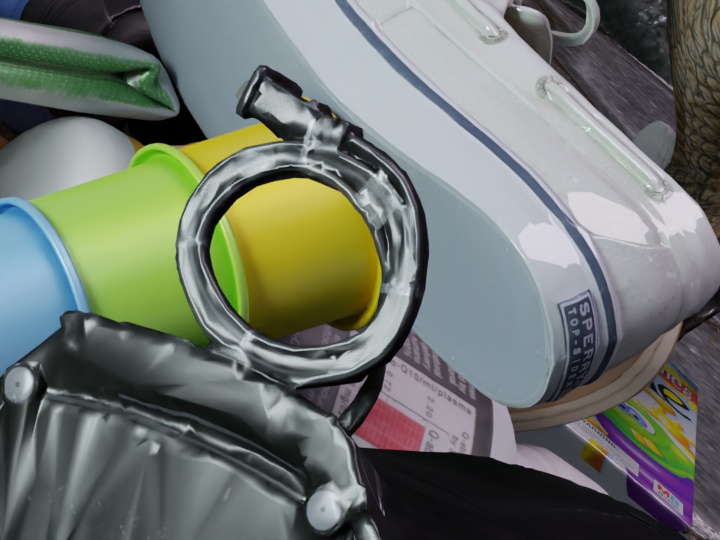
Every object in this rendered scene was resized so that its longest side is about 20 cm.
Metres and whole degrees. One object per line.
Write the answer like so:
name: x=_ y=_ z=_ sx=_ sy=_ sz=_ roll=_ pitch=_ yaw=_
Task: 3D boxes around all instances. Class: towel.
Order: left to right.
towel: x=-0.161 y=-0.069 z=0.795 sx=0.152 sy=0.024 sz=0.199 roll=5 pitch=5 yaw=-42

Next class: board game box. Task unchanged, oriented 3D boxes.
board game box: x=0.046 y=0.068 z=0.995 sx=0.105 sy=0.103 sz=0.200 roll=39 pitch=12 yaw=-1

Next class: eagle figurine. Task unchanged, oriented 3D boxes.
eagle figurine: x=0.134 y=-0.028 z=0.993 sx=0.152 sy=0.151 sz=0.200 roll=60 pitch=13 yaw=29

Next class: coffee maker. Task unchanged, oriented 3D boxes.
coffee maker: x=0.005 y=0.082 z=0.618 sx=0.135 sy=0.192 sz=0.200 roll=45 pitch=14 yaw=25

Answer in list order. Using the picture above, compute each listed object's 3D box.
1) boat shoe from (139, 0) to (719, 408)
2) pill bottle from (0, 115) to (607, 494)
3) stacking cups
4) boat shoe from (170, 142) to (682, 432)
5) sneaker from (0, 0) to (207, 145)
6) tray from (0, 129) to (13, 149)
boat shoe: x=0.021 y=-0.049 z=0.731 sx=0.086 sy=0.075 sz=0.202 roll=-21 pitch=44 yaw=-28
pill bottle: x=-0.030 y=0.053 z=0.793 sx=0.200 sy=0.117 sz=0.116 roll=33 pitch=14 yaw=-25
stacking cups: x=-0.092 y=0.014 z=0.665 sx=0.199 sy=0.061 sz=0.061 roll=-18 pitch=46 yaw=-25
boat shoe: x=0.000 y=0.000 z=0.866 sx=0.199 sy=0.074 sz=0.069 roll=6 pitch=-19 yaw=36
sneaker: x=-0.059 y=-0.039 z=1.022 sx=0.111 sy=0.077 sz=0.200 roll=25 pitch=-16 yaw=41
tray: x=-0.114 y=-0.005 z=0.945 sx=0.200 sy=0.037 sz=0.099 roll=42 pitch=12 yaw=8
